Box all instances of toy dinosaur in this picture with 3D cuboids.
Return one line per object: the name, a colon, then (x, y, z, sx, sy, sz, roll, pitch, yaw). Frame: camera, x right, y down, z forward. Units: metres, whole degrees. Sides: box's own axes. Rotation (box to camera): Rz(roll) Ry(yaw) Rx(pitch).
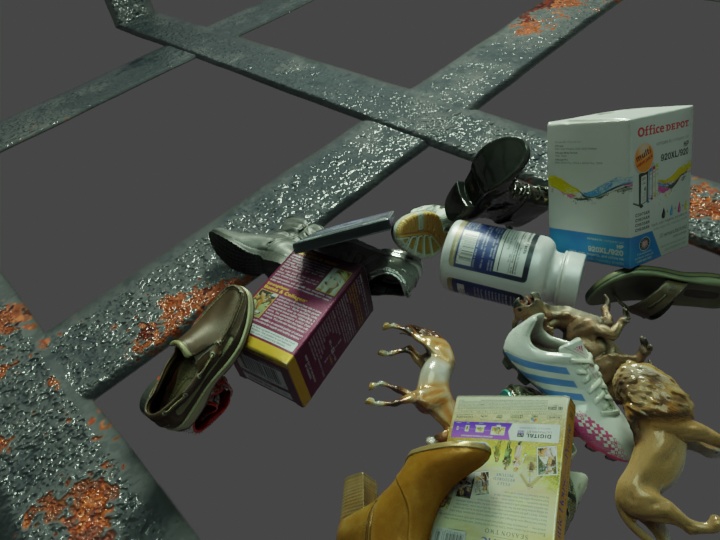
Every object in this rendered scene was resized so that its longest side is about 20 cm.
toy dinosaur: (0.294, 0.111, 0.702, 0.134, 0.086, 0.202, -31, 65, 12)

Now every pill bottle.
pill bottle: (0.228, -0.004, 0.812, 0.197, 0.112, 0.112, 14, 49, 24)

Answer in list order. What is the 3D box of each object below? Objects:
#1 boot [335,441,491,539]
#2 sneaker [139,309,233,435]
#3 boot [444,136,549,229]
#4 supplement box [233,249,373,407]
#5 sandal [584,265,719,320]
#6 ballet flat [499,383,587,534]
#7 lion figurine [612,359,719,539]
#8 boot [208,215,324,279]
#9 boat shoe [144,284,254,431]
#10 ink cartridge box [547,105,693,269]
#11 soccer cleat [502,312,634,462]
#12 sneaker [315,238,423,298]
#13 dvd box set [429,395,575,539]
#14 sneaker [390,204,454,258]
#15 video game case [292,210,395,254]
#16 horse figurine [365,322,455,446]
boot: (0.058, 0.273, 0.564, 0.199, 0.071, 0.146, -28, 43, 25)
sneaker: (-0.218, 0.142, 0.789, 0.106, 0.068, 0.203, 15, 53, 23)
boot: (0.243, -0.130, 0.848, 0.171, 0.200, 0.071, 2, 65, -27)
supplement box: (-0.088, 0.075, 0.801, 0.129, 0.104, 0.201, 17, 51, 30)
sandal: (0.422, 0.038, 0.758, 0.197, 0.080, 0.058, 2, 58, 13)
ballet flat: (0.219, 0.219, 0.626, 0.074, 0.069, 0.202, 5, 41, -7)
lion figurine: (0.312, 0.203, 0.570, 0.121, 0.073, 0.202, 20, 68, 15)
boot: (-0.165, -0.053, 0.986, 0.197, 0.071, 0.132, 23, 49, 17)
boat shoe: (-0.206, 0.106, 0.694, 0.074, 0.075, 0.205, 16, 74, 28)
ink cartridge box: (0.379, -0.128, 0.796, 0.145, 0.204, 0.144, -16, 18, -26)
soccer cleat: (0.260, 0.136, 0.645, 0.200, 0.087, 0.069, 43, 33, 22)
sneaker: (0.000, 0.000, 0.876, 0.196, 0.076, 0.083, 5, 40, 15)
dvd box set: (0.151, 0.233, 0.585, 0.145, 0.029, 0.202, -12, 44, 39)
sneaker: (0.103, -0.068, 0.908, 0.087, 0.077, 0.198, 13, 17, 39)
video game case: (-0.017, -0.063, 0.842, 0.140, 0.019, 0.200, -14, 7, 8)
horse figurine: (0.082, 0.140, 0.734, 0.130, 0.051, 0.202, 12, 41, 5)
